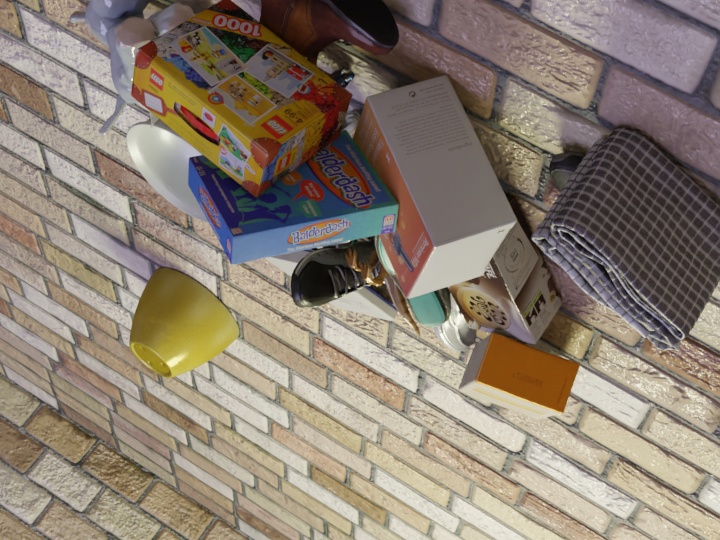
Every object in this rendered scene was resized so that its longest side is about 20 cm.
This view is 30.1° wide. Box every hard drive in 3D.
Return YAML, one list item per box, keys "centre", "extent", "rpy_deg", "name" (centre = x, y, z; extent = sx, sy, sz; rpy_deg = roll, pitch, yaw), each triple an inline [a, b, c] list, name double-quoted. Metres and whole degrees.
- centre: [-0.048, 0.016, 2.019]
  extent: [0.132, 0.025, 0.200]
  rpy_deg: [13, 164, 41]
  name: "hard drive"

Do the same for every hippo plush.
- centre: [-0.282, -0.313, 1.757]
  extent: [0.161, 0.159, 0.200]
  rpy_deg: [60, 147, 25]
  name: "hippo plush"

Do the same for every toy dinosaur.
- centre: [0.041, -0.002, 1.786]
  extent: [0.060, 0.106, 0.201]
  rpy_deg: [1, 98, 59]
  name: "toy dinosaur"

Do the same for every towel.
- centre: [0.301, -0.034, 1.415]
  extent: [0.200, 0.166, 0.086]
  rpy_deg: [41, 148, -8]
  name: "towel"

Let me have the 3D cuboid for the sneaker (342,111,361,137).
- centre: [0.018, -0.138, 1.700]
  extent: [0.200, 0.074, 0.116]
  rpy_deg: [17, 151, 37]
  name: "sneaker"

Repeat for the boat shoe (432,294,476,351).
- centre: [0.138, 0.049, 1.854]
  extent: [0.067, 0.074, 0.200]
  rpy_deg: [19, 149, 33]
  name: "boat shoe"

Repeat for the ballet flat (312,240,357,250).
- centre: [-0.094, -0.077, 1.960]
  extent: [0.200, 0.068, 0.068]
  rpy_deg: [18, 140, 14]
  name: "ballet flat"

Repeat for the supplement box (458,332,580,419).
- centre: [0.213, 0.146, 1.831]
  extent: [0.126, 0.074, 0.200]
  rpy_deg: [20, 171, 0]
  name: "supplement box"

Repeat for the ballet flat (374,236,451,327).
- centre: [0.068, -0.010, 1.752]
  extent: [0.067, 0.064, 0.200]
  rpy_deg: [-12, 129, 17]
  name: "ballet flat"

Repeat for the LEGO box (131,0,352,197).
- centre: [-0.135, -0.198, 1.515]
  extent: [0.200, 0.149, 0.077]
  rpy_deg: [39, 142, 15]
  name: "LEGO box"

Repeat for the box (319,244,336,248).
- centre: [-0.080, -0.128, 1.831]
  extent: [0.200, 0.078, 0.095]
  rpy_deg: [47, 153, -20]
  name: "box"

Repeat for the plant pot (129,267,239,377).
- centre: [-0.348, 0.115, 2.495]
  extent: [0.200, 0.142, 0.200]
  rpy_deg: [29, 154, 16]
  name: "plant pot"

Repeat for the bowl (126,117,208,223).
- centre: [-0.235, -0.166, 1.949]
  extent: [0.201, 0.090, 0.201]
  rpy_deg: [30, 153, 17]
  name: "bowl"

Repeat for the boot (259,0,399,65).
- centre: [-0.054, -0.243, 1.547]
  extent: [0.188, 0.068, 0.200]
  rpy_deg: [32, 133, 13]
  name: "boot"

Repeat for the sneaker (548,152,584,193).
- centre: [0.275, -0.048, 1.521]
  extent: [0.200, 0.079, 0.075]
  rpy_deg: [49, 152, -20]
  name: "sneaker"

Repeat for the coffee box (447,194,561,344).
- centre: [0.167, -0.007, 1.719]
  extent: [0.113, 0.080, 0.200]
  rpy_deg: [14, 146, 39]
  name: "coffee box"

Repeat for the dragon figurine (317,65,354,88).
- centre: [-0.098, -0.239, 1.682]
  extent: [0.200, 0.059, 0.100]
  rpy_deg: [-7, 122, 45]
  name: "dragon figurine"

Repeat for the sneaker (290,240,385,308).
- centre: [0.000, 0.000, 1.847]
  extent: [0.115, 0.200, 0.075]
  rpy_deg: [1, 109, 37]
  name: "sneaker"

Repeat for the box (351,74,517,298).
- centre: [0.077, -0.095, 1.556]
  extent: [0.152, 0.106, 0.200]
  rpy_deg: [114, 136, -63]
  name: "box"

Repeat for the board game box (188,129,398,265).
- centre: [-0.078, -0.087, 1.524]
  extent: [0.152, 0.200, 0.045]
  rpy_deg: [-124, 31, -42]
  name: "board game box"
